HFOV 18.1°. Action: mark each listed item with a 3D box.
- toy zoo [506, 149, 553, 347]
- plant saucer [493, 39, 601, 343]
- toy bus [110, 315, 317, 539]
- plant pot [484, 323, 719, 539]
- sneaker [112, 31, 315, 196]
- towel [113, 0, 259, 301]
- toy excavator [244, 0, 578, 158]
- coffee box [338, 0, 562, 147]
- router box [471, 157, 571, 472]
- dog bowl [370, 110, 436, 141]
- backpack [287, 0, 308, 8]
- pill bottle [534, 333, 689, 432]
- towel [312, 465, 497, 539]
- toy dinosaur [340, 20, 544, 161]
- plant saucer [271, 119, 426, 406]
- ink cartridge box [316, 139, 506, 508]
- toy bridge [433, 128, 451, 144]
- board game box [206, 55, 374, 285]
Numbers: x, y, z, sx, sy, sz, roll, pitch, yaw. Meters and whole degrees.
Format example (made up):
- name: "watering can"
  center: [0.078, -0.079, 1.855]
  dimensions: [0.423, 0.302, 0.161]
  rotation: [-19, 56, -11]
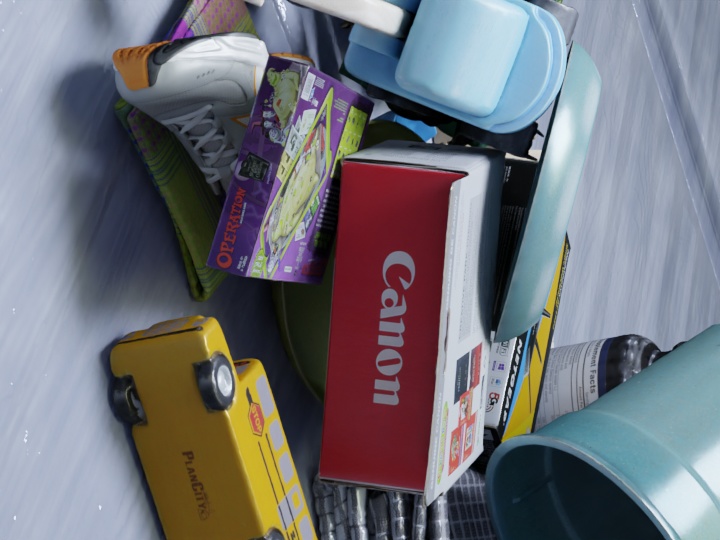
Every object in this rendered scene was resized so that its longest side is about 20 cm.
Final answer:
- name: "toy zoo"
  center: [0.122, 0.003, 1.824]
  dimensions: [0.131, 0.020, 0.201]
  rotation: [-4, 92, -64]
- name: "plant saucer"
  center: [0.123, -0.047, 1.455]
  dimensions: [0.200, 0.027, 0.201]
  rotation: [15, 90, -88]
- name: "toy bus"
  center: [-0.076, 0.121, 1.285]
  dimensions: [0.078, 0.065, 0.201]
  rotation: [-46, 123, -63]
- name: "plant pot"
  center: [0.220, 0.143, 1.518]
  dimensions: [0.196, 0.200, 0.201]
  rotation: [-36, 118, -29]
- name: "sneaker"
  center: [-0.076, -0.084, 1.316]
  dimensions: [0.200, 0.075, 0.093]
  rotation: [5, 81, -65]
- name: "towel"
  center: [-0.091, -0.090, 1.400]
  dimensions: [0.200, 0.023, 0.144]
  rotation: [-67, 141, -51]
- name: "toy excavator"
  center: [0.024, -0.148, 1.347]
  dimensions: [0.200, 0.194, 0.100]
  rotation: [-3, 115, -79]
- name: "coffee box"
  center: [0.079, -0.197, 1.558]
  dimensions: [0.201, 0.123, 0.044]
  rotation: [-66, 166, 22]
- name: "router box"
  center: [0.103, 0.041, 1.608]
  dimensions: [0.149, 0.051, 0.201]
  rotation: [66, 35, -65]
- name: "dog bowl"
  center: [0.041, -0.031, 1.648]
  dimensions: [0.112, 0.049, 0.200]
  rotation: [-79, 148, -41]
- name: "backpack"
  center: [-0.025, -0.264, 1.433]
  dimensions: [0.200, 0.177, 0.151]
  rotation: [30, 46, -56]
- name: "pill bottle"
  center: [0.173, 0.110, 1.701]
  dimensions: [0.112, 0.199, 0.113]
  rotation: [-11, 90, -67]
- name: "towel"
  center: [0.049, 0.220, 1.511]
  dimensions: [0.165, 0.085, 0.201]
  rotation: [11, 70, -67]
- name: "toy dinosaur"
  center: [0.028, -0.136, 1.512]
  dimensions: [0.077, 0.200, 0.102]
  rotation: [-40, 136, -14]
- name: "plant saucer"
  center: [0.000, 0.000, 1.503]
  dimensions: [0.200, 0.031, 0.201]
  rotation: [-8, 100, -52]
- name: "ink cartridge box"
  center: [0.029, 0.028, 1.386]
  dimensions: [0.176, 0.083, 0.201]
  rotation: [-29, 124, -75]
- name: "toy bridge"
  center: [0.108, -0.107, 1.863]
  dimensions: [0.200, 0.027, 0.068]
  rotation: [-11, 93, -67]
- name: "board game box"
  center: [-0.037, -0.053, 1.303]
  dimensions: [0.200, 0.032, 0.121]
  rotation: [12, 91, -80]
